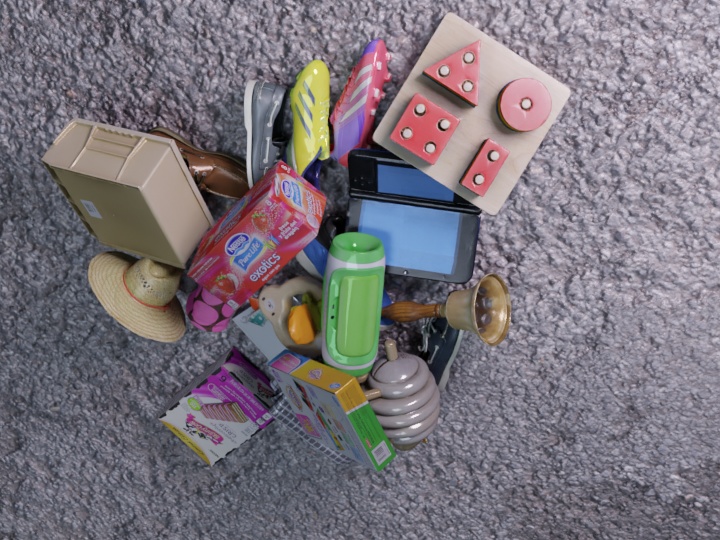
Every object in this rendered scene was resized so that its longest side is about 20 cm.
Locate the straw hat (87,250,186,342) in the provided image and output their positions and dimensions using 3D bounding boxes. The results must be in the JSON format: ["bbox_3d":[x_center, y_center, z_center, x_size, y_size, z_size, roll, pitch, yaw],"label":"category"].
[{"bbox_3d":[-0.328,0.016,1.759,0.201,0.201,0.085,43,111,-10],"label":"straw hat"}]

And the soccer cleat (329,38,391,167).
[{"bbox_3d":[-0.007,-0.235,1.566,0.076,0.067,0.201,19,128,12],"label":"soccer cleat"}]

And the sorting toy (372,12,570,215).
[{"bbox_3d":[0.149,-0.208,1.469,0.199,0.070,0.200,32,95,-2],"label":"sorting toy"}]

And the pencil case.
[{"bbox_3d":[-0.219,0.002,1.773,0.090,0.094,0.201,-1,135,-36],"label":"pencil case"}]

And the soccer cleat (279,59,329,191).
[{"bbox_3d":[-0.066,-0.202,1.586,0.083,0.064,0.201,34,126,30],"label":"soccer cleat"}]

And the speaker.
[{"bbox_3d":[-0.011,0.051,1.609,0.088,0.089,0.202,11,116,12],"label":"speaker"}]

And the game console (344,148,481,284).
[{"bbox_3d":[0.074,-0.076,1.581,0.198,0.119,0.171,7,158,5],"label":"game console"}]

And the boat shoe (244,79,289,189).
[{"bbox_3d":[-0.133,-0.183,1.634,0.061,0.073,0.201,3,122,8],"label":"boat shoe"}]

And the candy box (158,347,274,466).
[{"bbox_3d":[-0.243,0.242,1.943,0.136,0.061,0.200,43,125,-11],"label":"candy box"}]

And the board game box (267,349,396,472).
[{"bbox_3d":[-0.046,0.208,1.663,0.199,0.040,0.154,15,137,54],"label":"board game box"}]

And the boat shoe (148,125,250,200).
[{"bbox_3d":[-0.251,-0.150,1.697,0.199,0.068,0.072,22,125,4],"label":"boat shoe"}]

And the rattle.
[{"bbox_3d":[-0.137,0.077,1.702,0.199,0.143,0.131,16,126,28],"label":"rattle"}]

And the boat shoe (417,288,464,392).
[{"bbox_3d":[0.122,0.107,1.730,0.061,0.075,0.201,11,133,-2],"label":"boat shoe"}]

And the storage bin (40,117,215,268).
[{"bbox_3d":[-0.351,-0.116,1.676,0.197,0.094,0.201,15,150,24],"label":"storage bin"}]

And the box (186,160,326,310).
[{"bbox_3d":[-0.150,-0.049,1.601,0.095,0.100,0.200,38,123,-18],"label":"box"}]

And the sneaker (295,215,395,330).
[{"bbox_3d":[-0.001,0.001,1.699,0.200,0.077,0.111,46,133,-4],"label":"sneaker"}]

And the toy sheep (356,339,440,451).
[{"bbox_3d":[0.057,0.195,1.702,0.137,0.138,0.201,1,125,18],"label":"toy sheep"}]

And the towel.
[{"bbox_3d":[-0.036,0.222,1.816,0.200,0.086,0.165,39,125,-21],"label":"towel"}]

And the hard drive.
[{"bbox_3d":[-0.103,0.119,1.840,0.132,0.027,0.200,-32,106,32],"label":"hard drive"}]

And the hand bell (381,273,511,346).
[{"bbox_3d":[0.114,0.059,1.643,0.199,0.104,0.105,-2,121,39],"label":"hand bell"}]
